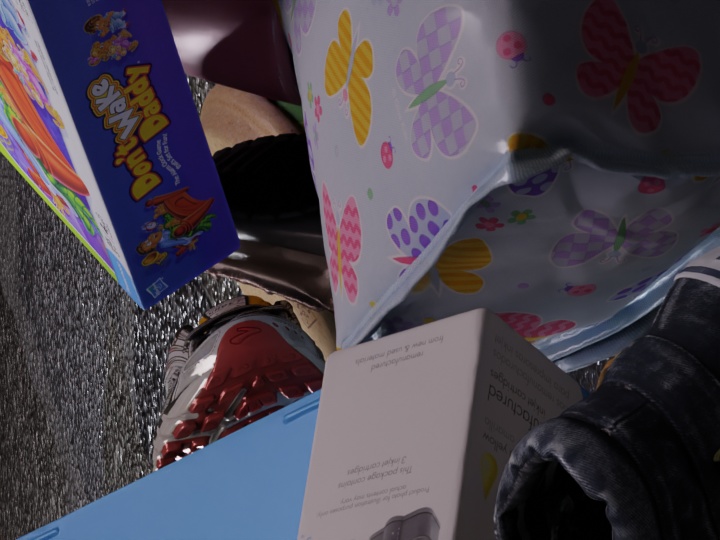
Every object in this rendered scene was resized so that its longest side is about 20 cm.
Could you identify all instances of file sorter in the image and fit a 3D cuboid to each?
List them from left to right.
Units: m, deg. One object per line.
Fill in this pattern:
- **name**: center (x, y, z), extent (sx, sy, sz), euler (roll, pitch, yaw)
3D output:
- **file sorter**: center (-0.019, 0.143, 1.090), extent (0.200, 0.122, 0.139), euler (-28, 64, 42)

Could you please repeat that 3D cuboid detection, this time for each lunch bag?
- **lunch bag**: center (0.043, -0.063, 0.938), extent (0.200, 0.127, 0.170), euler (132, 133, -56)

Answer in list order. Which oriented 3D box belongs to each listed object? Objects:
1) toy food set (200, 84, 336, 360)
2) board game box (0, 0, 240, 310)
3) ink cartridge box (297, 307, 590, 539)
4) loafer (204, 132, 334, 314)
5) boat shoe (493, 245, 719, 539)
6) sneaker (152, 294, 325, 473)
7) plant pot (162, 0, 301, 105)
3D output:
- **toy food set**: center (-0.008, 0.000, 1.213), extent (0.198, 0.049, 0.200), euler (54, 165, 19)
- **board game box**: center (-0.115, -0.097, 1.006), extent (0.134, 0.045, 0.200), euler (45, 162, 37)
- **ink cartridge box**: center (0.034, 0.129, 0.879), extent (0.068, 0.115, 0.201), euler (-17, 51, 36)
- **loafer**: center (0.000, 0.000, 1.076), extent (0.200, 0.073, 0.071), euler (12, 123, 38)
- **boat shoe**: center (0.081, 0.078, 0.811), extent (0.071, 0.091, 0.201), euler (39, 154, 29)
- **sneaker**: center (-0.051, 0.047, 1.147), extent (0.200, 0.078, 0.082), euler (110, 148, -75)
- **plant pot**: center (-0.077, -0.181, 1.114), extent (0.200, 0.178, 0.201), euler (16, -90, -76)
